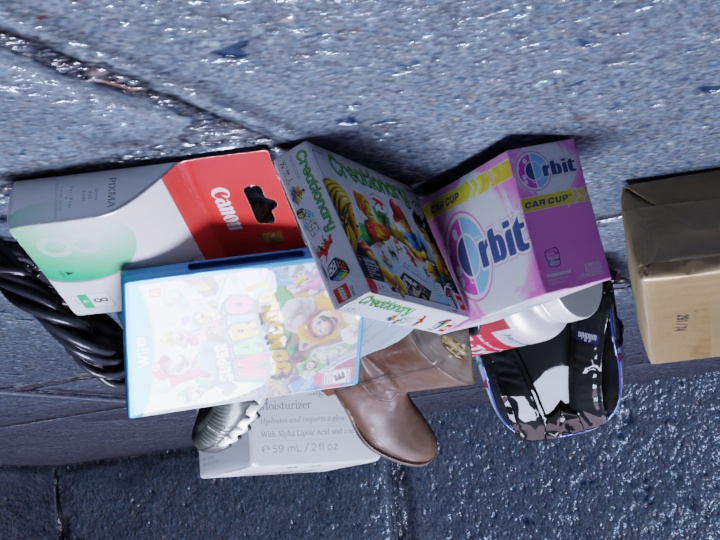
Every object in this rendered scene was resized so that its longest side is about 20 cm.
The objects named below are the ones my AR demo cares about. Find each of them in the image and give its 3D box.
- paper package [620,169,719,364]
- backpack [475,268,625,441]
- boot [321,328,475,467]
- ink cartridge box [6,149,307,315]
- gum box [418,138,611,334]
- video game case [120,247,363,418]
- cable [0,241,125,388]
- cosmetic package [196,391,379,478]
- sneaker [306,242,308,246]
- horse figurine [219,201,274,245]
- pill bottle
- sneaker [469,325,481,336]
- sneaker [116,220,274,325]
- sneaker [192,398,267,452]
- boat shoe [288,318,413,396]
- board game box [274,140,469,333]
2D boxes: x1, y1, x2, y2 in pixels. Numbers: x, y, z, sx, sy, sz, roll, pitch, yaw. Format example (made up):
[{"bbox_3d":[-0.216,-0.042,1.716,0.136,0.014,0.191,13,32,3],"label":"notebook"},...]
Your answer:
[{"bbox_3d":[0.343,-0.006,1.381,0.189,0.104,0.200,-7,154,11],"label":"paper package"},{"bbox_3d":[0.221,0.095,1.751,0.198,0.192,0.154,-9,-175,18],"label":"backpack"},{"bbox_3d":[0.060,0.114,1.432,0.186,0.064,0.199,40,146,-22],"label":"boot"},{"bbox_3d":[-0.153,-0.025,1.170,0.198,0.050,0.161,-5,153,8],"label":"ink cartridge box"},{"bbox_3d":[0.114,-0.022,1.233,0.066,0.114,0.200,-12,173,-25],"label":"gum box"},{"bbox_3d":[-0.094,0.049,1.228,0.198,0.018,0.144,-7,128,-15],"label":"video game case"},{"bbox_3d":[-0.268,0.037,1.302,0.051,0.163,0.200,-44,158,-1],"label":"cable"},{"bbox_3d":[-0.090,0.131,1.733,0.164,0.202,0.165,0,169,-27],"label":"cosmetic package"},{"bbox_3d":[0.000,0.000,1.379,0.066,0.091,0.200,-9,169,13],"label":"sneaker"},{"bbox_3d":[-0.173,-0.022,1.283,0.198,0.050,0.133,-2,162,-7],"label":"horse figurine"},{"bbox_3d":[0.143,0.025,1.533,0.112,0.113,0.199,4,166,-44],"label":"pill bottle"},{"bbox_3d":[0.095,0.023,1.415,0.077,0.141,0.200,-3,170,-16],"label":"sneaker"},{"bbox_3d":[-0.152,0.019,1.374,0.130,0.080,0.201,12,137,-15],"label":"sneaker"},{"bbox_3d":[-0.112,0.069,1.306,0.090,0.067,0.201,23,115,-22],"label":"sneaker"},{"bbox_3d":[-0.017,0.043,1.328,0.072,0.062,0.200,21,138,-38],"label":"boat shoe"},{"bbox_3d":[0.013,-0.021,1.168,0.034,0.127,0.200,-29,162,19],"label":"board game box"}]
